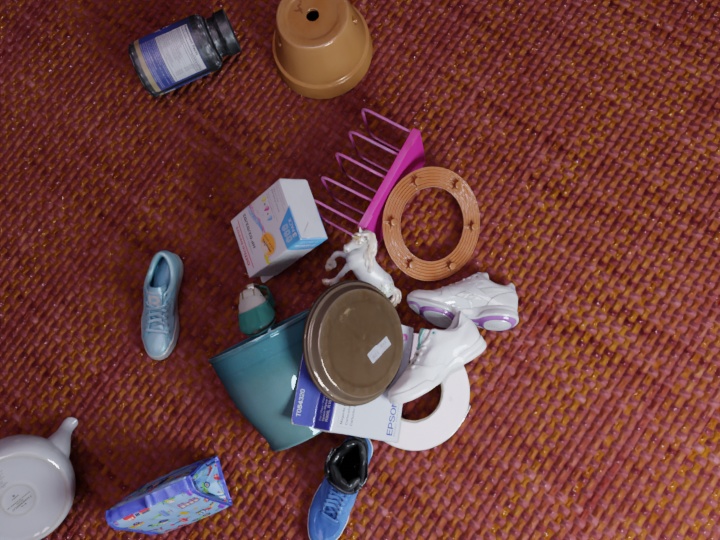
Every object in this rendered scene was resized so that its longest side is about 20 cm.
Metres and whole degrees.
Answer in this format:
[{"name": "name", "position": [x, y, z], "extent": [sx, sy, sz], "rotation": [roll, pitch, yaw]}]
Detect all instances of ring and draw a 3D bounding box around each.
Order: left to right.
[{"name": "ring", "position": [0.130, -0.081, 1.338], "extent": [0.198, 0.019, 0.204], "rotation": [-3, 97, -23]}]

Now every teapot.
[{"name": "teapot", "position": [-0.598, 0.370, 1.319], "extent": [0.197, 0.146, 0.200], "rotation": [3, 99, -26]}]

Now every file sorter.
[{"name": "file sorter", "position": [0.013, -0.165, 1.366], "extent": [0.124, 0.139, 0.202], "rotation": [28, 82, 14]}]

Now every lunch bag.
[{"name": "lunch bag", "position": [-0.318, 0.380, 1.252], "extent": [0.149, 0.200, 0.095], "rotation": [-22, 77, 1]}]

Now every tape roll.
[{"name": "tape roll", "position": [0.093, 0.212, 1.326], "extent": [0.200, 0.037, 0.206], "rotation": [-1, 78, 5]}]

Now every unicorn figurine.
[{"name": "unicorn figurine", "position": [0.000, 0.000, 1.317], "extent": [0.136, 0.200, 0.075], "rotation": [-29, 39, 29]}]

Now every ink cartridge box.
[{"name": "ink cartridge box", "position": [-0.158, -0.064, 1.341], "extent": [0.199, 0.067, 0.116], "rotation": [-33, 72, 41]}, {"name": "ink cartridge box", "position": [-0.007, 0.170, 1.245], "extent": [0.043, 0.198, 0.199], "rotation": [-4, 73, 51]}]

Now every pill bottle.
[{"name": "pill bottle", "position": [-0.338, -0.426, 1.473], "extent": [0.198, 0.112, 0.113], "rotation": [-24, 76, 0]}]

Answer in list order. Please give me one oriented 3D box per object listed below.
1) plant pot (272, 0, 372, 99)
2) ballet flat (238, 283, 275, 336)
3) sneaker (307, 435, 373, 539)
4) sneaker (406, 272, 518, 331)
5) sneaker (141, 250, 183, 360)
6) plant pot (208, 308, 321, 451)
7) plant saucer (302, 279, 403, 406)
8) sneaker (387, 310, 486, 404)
[{"name": "plant pot", "position": [-0.080, -0.447, 1.434], "extent": [0.197, 0.140, 0.203], "rotation": [-1, 79, 6]}, {"name": "ballet flat", "position": [-0.184, 0.061, 1.304], "extent": [0.067, 0.200, 0.071], "rotation": [-24, 99, -2]}, {"name": "sneaker", "position": [-0.040, 0.370, 1.269], "extent": [0.076, 0.111, 0.202], "rotation": [26, 82, 11]}, {"name": "sneaker", "position": [0.182, 0.051, 1.344], "extent": [0.197, 0.075, 0.101], "rotation": [7, 60, 8]}, {"name": "sneaker", "position": [-0.374, 0.060, 1.388], "extent": [0.073, 0.082, 0.203], "rotation": [-1, 78, 7]}, {"name": "plant pot", "position": [-0.128, 0.191, 1.285], "extent": [0.198, 0.200, 0.190], "rotation": [-26, 91, 0]}, {"name": "plant saucer", "position": [-0.003, 0.115, 1.211], "extent": [0.198, 0.029, 0.203], "rotation": [4, 83, -37]}, {"name": "sneaker", "position": [0.113, 0.143, 1.268], "extent": [0.199, 0.075, 0.089], "rotation": [-33, 95, -21]}]
